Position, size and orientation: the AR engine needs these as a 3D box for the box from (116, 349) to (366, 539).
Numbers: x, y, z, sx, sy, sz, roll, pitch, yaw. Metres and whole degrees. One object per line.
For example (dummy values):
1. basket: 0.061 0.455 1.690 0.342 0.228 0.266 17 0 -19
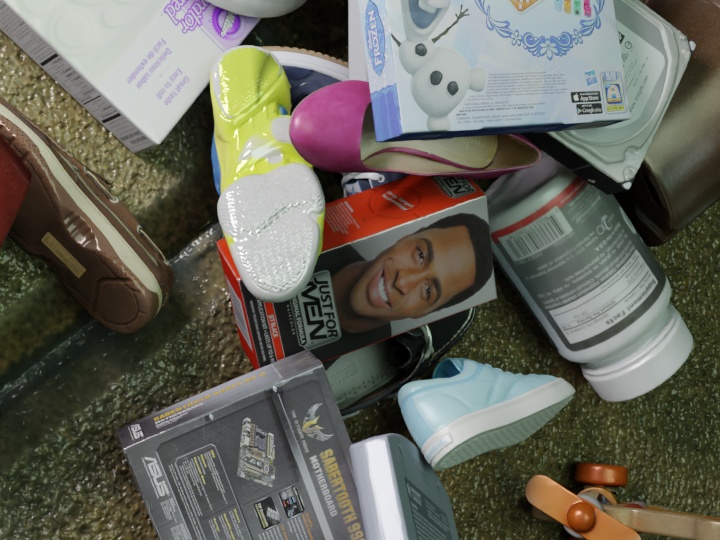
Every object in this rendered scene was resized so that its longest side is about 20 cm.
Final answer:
1. box: -0.072 0.181 1.071 0.157 0.048 0.201 -23 105 -11

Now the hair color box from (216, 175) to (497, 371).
1. hair color box: 0.000 0.000 1.101 0.199 0.061 0.102 -20 127 -13

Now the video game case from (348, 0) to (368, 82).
1. video game case: 0.056 -0.190 1.112 0.181 0.023 0.202 -19 115 -46

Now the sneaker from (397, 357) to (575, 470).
1. sneaker: 0.105 0.099 1.180 0.199 0.074 0.082 -7 58 -55

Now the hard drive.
1. hard drive: 0.150 -0.169 1.105 0.199 0.038 0.140 33 74 -15

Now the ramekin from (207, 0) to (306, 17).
1. ramekin: -0.076 -0.299 1.069 0.200 0.097 0.202 20 58 -36

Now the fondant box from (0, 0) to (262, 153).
1. fondant box: -0.187 -0.208 1.063 0.200 0.058 0.145 44 68 -20

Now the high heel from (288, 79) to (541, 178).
1. high heel: 0.041 -0.092 1.029 0.199 0.095 0.068 6 97 -51

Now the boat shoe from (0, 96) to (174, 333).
1. boat shoe: -0.212 -0.047 1.044 0.203 0.074 0.075 53 31 -8

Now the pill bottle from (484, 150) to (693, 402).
1. pill bottle: 0.190 0.004 1.221 0.114 0.114 0.201 -43 107 -23

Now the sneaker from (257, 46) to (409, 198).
1. sneaker: -0.018 -0.100 1.141 0.199 0.070 0.109 17 77 -29

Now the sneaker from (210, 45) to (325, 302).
1. sneaker: -0.070 -0.059 1.058 0.075 0.105 0.202 -3 67 -8

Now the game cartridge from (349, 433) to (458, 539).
1. game cartridge: 0.040 0.198 1.091 0.040 0.200 0.134 -13 65 12

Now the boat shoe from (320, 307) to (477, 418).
1. boat shoe: 0.022 0.063 1.156 0.199 0.060 0.074 -24 100 -27

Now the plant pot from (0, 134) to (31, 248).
1. plant pot: -0.329 -0.043 0.909 0.176 0.199 0.201 32 73 -34

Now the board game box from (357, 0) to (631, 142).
1. board game box: 0.091 -0.197 1.030 0.199 0.043 0.201 -6 88 -29

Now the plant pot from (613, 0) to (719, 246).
1. plant pot: 0.274 -0.139 1.240 0.198 0.200 0.201 -40 105 -17

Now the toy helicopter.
1. toy helicopter: 0.223 0.201 1.178 0.132 0.199 0.080 13 81 -44
